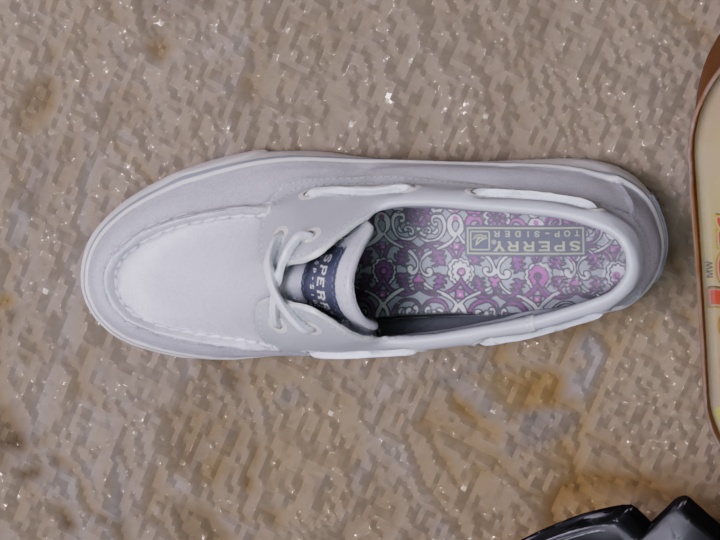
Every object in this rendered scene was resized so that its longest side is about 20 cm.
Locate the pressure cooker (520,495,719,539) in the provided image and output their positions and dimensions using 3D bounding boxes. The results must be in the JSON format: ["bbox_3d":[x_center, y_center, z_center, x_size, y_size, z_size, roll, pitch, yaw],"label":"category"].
[{"bbox_3d":[0.092,0.178,0.933,0.200,0.176,0.179,42,145,5],"label":"pressure cooker"}]

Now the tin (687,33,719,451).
[{"bbox_3d":[0.160,-0.006,0.930,0.112,0.042,0.200,-3,124,6],"label":"tin"}]

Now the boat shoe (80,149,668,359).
[{"bbox_3d":[0.000,0.000,0.981,0.200,0.069,0.072,2,99,10],"label":"boat shoe"}]
